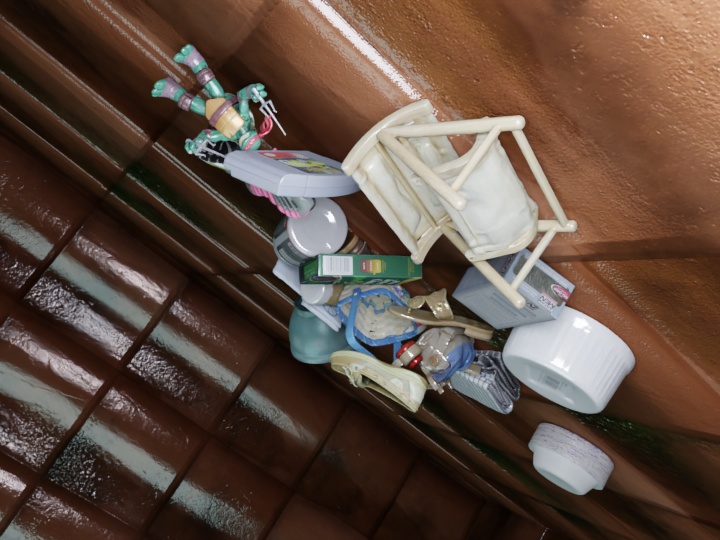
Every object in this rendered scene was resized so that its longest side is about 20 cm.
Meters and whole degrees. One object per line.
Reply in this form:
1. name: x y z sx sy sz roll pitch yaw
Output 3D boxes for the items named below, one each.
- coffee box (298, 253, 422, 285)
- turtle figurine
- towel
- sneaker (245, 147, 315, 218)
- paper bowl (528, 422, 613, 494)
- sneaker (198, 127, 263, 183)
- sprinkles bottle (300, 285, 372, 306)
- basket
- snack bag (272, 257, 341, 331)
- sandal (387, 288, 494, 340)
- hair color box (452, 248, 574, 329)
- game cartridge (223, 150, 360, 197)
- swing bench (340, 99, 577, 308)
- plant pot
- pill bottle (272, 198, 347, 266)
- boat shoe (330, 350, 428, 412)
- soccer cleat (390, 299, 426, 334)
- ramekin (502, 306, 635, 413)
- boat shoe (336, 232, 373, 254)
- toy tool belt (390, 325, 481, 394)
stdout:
1. coffee box: 0.000 0.000 1.288 0.198 0.044 0.123 1 172 -22
2. turtle figurine: -0.214 -0.238 1.082 0.200 0.150 0.101 43 -178 -1
3. towel: 0.254 0.223 1.564 0.165 0.086 0.200 24 163 37
4. sneaker: -0.124 -0.156 1.179 0.200 0.095 0.079 35 153 44
5. paper bowl: 0.505 0.470 1.739 0.200 0.105 0.201 32 166 9
6. sneaker: -0.227 -0.199 1.317 0.199 0.074 0.081 31 167 20
7. sprinkles bottle: -0.038 0.045 1.508 0.068 0.069 0.199 21 -173 38
8. basket: 0.032 0.099 1.419 0.138 0.201 0.176 -15 137 29
9. snack bag: -0.104 0.014 1.540 0.200 0.189 0.021 41 121 -21
10. sandal: 0.160 0.069 1.348 0.210 0.070 0.078 16 -168 -6
11. hair color box: 0.227 0.032 1.086 0.099 0.061 0.200 36 165 -7
12. game cartridge: -0.088 -0.145 1.057 0.133 0.041 0.199 29 -157 28
13. swing bench: 0.117 -0.087 0.846 0.199 0.130 0.199 26 164 45
14. plant pot: -0.102 0.130 1.858 0.199 0.200 0.135 18 131 44
15. pill bottle: -0.104 -0.068 1.366 0.114 0.114 0.200 37 165 -10
16. boat shoe: 0.026 0.205 1.326 0.199 0.063 0.073 17 154 20
17. soccer cleat: 0.069 0.084 1.585 0.199 0.068 0.074 20 136 53
18. ramekin: 0.327 0.144 1.145 0.200 0.098 0.201 32 164 10
19. boat shoe: -0.039 -0.026 1.438 0.070 0.071 0.200 41 163 -19
20. toy tool belt: 0.160 0.176 1.375 0.123 0.125 0.199 49 -150 16
